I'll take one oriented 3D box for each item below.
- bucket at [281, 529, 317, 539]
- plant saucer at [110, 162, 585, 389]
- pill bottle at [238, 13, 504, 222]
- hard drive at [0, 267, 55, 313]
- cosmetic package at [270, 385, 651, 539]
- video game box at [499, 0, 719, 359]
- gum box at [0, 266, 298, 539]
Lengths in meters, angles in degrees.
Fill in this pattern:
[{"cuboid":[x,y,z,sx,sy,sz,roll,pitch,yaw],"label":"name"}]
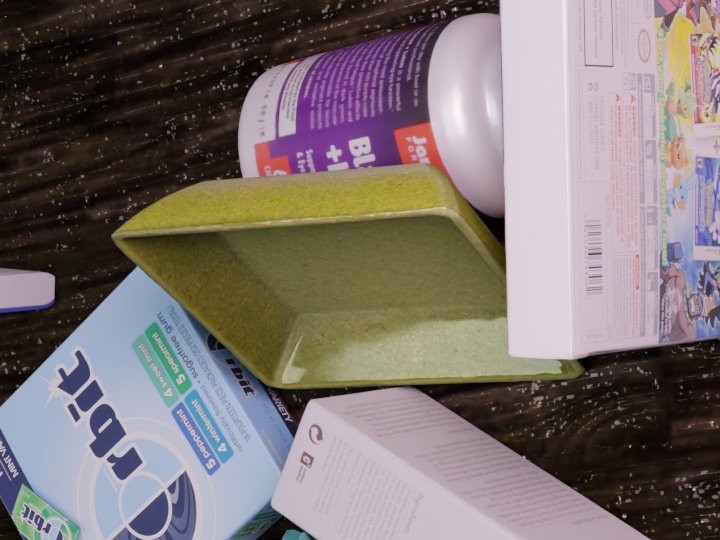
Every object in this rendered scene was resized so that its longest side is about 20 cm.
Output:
[{"cuboid":[-0.073,0.248,1.404,0.207,0.207,0.135,-32,90,33],"label":"bucket"},{"cuboid":[0.000,0.000,1.351,0.200,0.200,0.048,-3,62,26],"label":"plant saucer"},{"cuboid":[0.041,-0.077,1.363,0.200,0.111,0.111,-11,86,36],"label":"pill bottle"},{"cuboid":[-0.315,0.009,1.613,0.200,0.132,0.025,5,96,36],"label":"hard drive"},{"cuboid":[0.061,0.142,1.367,0.200,0.101,0.071,32,111,31],"label":"cosmetic package"},{"cuboid":[0.137,-0.061,1.252,0.047,0.182,0.200,0,92,40],"label":"video game box"},{"cuboid":[-0.135,0.114,1.542,0.200,0.045,0.170,-43,68,30],"label":"gum box"}]
